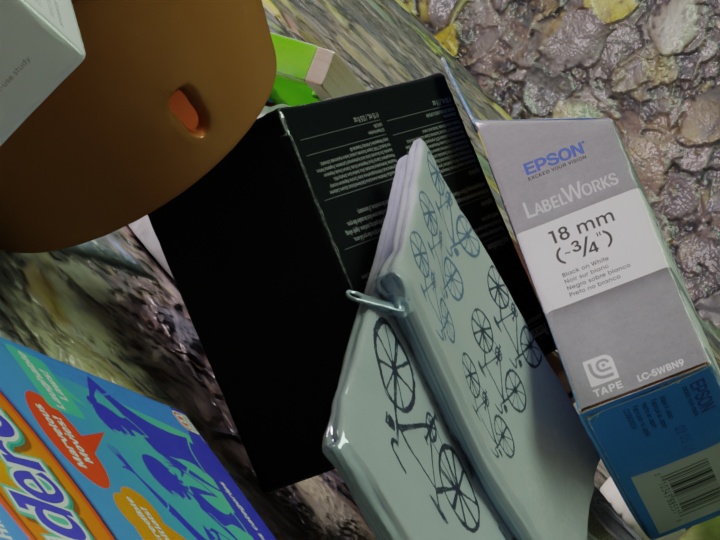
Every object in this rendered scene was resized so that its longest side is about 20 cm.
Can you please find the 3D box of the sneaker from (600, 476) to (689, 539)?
[{"bbox_3d":[0.236,0.133,1.659,0.077,0.111,0.200,49,10,26],"label":"sneaker"}]

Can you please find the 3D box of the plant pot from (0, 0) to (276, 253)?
[{"bbox_3d":[-0.123,-0.101,0.951,0.140,0.200,0.200,59,1,-29],"label":"plant pot"}]

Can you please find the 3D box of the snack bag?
[{"bbox_3d":[0.045,0.073,0.998,0.189,0.021,0.200,61,25,-27],"label":"snack bag"}]

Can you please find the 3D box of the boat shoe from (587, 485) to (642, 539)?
[{"bbox_3d":[0.108,0.138,1.160,0.065,0.074,0.202,-18,49,-38],"label":"boat shoe"}]

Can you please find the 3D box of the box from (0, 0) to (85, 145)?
[{"bbox_3d":[-0.199,-0.097,0.748,0.200,0.124,0.098,41,10,-23],"label":"box"}]

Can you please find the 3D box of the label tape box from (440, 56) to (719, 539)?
[{"bbox_3d":[0.112,0.002,1.149,0.144,0.063,0.200,58,12,-57],"label":"label tape box"}]

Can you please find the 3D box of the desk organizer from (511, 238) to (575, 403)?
[{"bbox_3d":[0.068,0.030,1.386,0.077,0.072,0.200,40,11,-12],"label":"desk organizer"}]

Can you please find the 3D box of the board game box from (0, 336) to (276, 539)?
[{"bbox_3d":[-0.079,0.084,0.721,0.152,0.045,0.200,51,12,30],"label":"board game box"}]

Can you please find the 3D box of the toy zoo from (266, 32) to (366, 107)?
[{"bbox_3d":[-0.088,-0.108,1.299,0.200,0.020,0.131,17,-10,20],"label":"toy zoo"}]

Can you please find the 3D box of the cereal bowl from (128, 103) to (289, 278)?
[{"bbox_3d":[-0.034,-0.021,1.252,0.200,0.083,0.200,44,11,-10],"label":"cereal bowl"}]

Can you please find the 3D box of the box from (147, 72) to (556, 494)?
[{"bbox_3d":[0.000,0.000,1.084,0.141,0.079,0.200,65,23,2],"label":"box"}]

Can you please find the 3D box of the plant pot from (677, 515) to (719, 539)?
[{"bbox_3d":[0.231,0.201,1.183,0.200,0.200,0.184,37,1,-40],"label":"plant pot"}]
